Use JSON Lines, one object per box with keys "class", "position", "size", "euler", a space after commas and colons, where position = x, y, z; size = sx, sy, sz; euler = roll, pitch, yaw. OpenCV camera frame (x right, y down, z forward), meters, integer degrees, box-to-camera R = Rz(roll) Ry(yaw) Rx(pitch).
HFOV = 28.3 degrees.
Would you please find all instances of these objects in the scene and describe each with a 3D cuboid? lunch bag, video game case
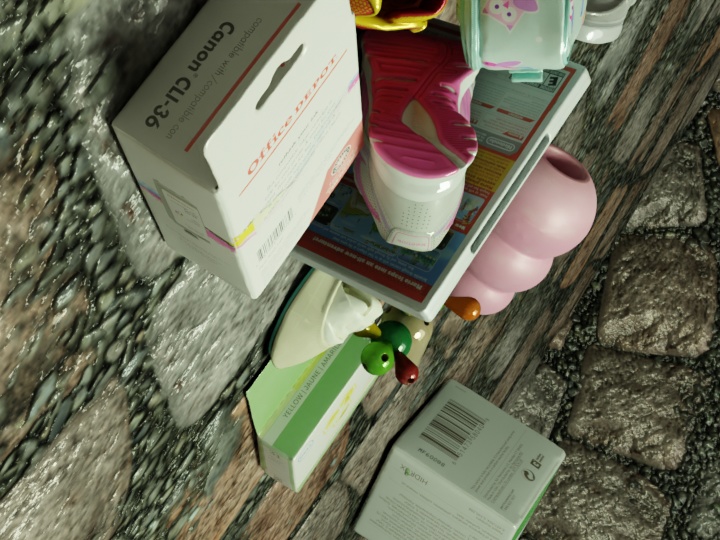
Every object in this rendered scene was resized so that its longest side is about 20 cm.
{"class": "lunch bag", "position": [0.103, -0.204, 0.883], "size": [0.200, 0.076, 0.162], "euler": [-52, 147, -69]}
{"class": "video game case", "position": [0.044, -0.074, 0.956], "size": [0.201, 0.142, 0.017], "euler": [-55, 144, -14]}

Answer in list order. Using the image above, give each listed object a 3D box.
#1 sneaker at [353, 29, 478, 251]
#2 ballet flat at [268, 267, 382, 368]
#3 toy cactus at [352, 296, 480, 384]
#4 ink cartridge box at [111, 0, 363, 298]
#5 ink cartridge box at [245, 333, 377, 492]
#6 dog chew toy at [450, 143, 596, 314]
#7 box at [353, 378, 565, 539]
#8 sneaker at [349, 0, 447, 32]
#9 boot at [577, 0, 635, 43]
{"class": "sneaker", "position": [0.030, -0.086, 0.905], "size": [0.201, 0.081, 0.089], "euler": [-80, -179, -53]}
{"class": "ballet flat", "position": [0.000, 0.000, 1.105], "size": [0.201, 0.069, 0.069], "euler": [-60, 166, 4]}
{"class": "toy cactus", "position": [0.050, 0.024, 1.197], "size": [0.166, 0.101, 0.201], "euler": [93, 7, -52]}
{"class": "ink cartridge box", "position": [-0.058, -0.077, 0.734], "size": [0.117, 0.067, 0.200], "euler": [-55, 168, -16]}
{"class": "ink cartridge box", "position": [-0.035, 0.096, 1.234], "size": [0.146, 0.048, 0.200], "euler": [-54, 167, -20]}
{"class": "dog chew toy", "position": [0.158, -0.036, 1.496], "size": [0.201, 0.124, 0.124], "euler": [-57, 169, 28]}
{"class": "box", "position": [0.135, 0.300, 1.945], "size": [0.199, 0.199, 0.172], "euler": [-42, 161, -53]}
{"class": "sneaker", "position": [0.019, -0.160, 0.814], "size": [0.073, 0.077, 0.200], "euler": [-65, 167, 19]}
{"class": "boot", "position": [0.234, -0.286, 1.347], "size": [0.200, 0.073, 0.096], "euler": [-53, 162, -56]}
